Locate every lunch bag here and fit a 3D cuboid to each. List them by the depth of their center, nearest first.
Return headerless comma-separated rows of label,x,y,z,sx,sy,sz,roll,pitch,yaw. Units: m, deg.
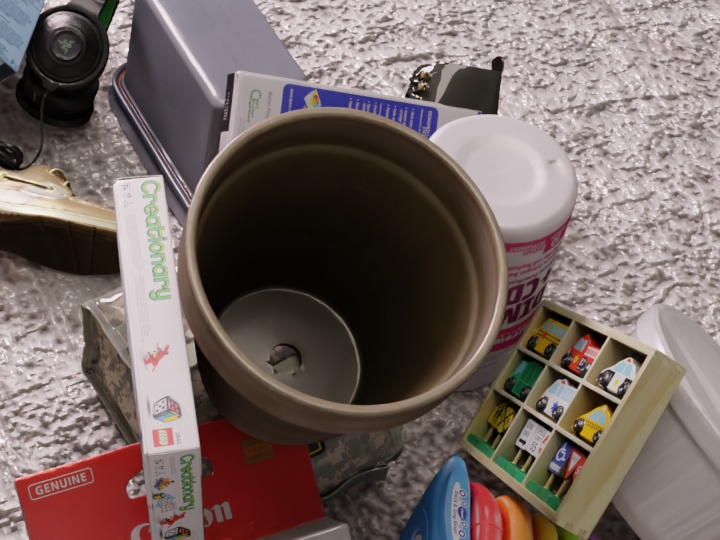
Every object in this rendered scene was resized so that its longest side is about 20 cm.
lunch bag,-0.082,0.087,1.152,0.164,0.118,0.200,-26,65,-24

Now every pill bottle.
pill bottle,0.084,-0.007,1.199,0.113,0.200,0.114,5,51,-6

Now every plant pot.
plant pot,-0.028,0.025,1.028,0.199,0.174,0.201,7,64,-15

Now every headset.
headset,-0.254,-0.167,1.323,0.094,0.124,0.201,24,61,-6

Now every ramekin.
ramekin,0.231,0.128,1.131,0.202,0.094,0.203,44,19,-19

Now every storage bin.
storage bin,-0.108,-0.150,1.327,0.145,0.135,0.200,-19,58,-23

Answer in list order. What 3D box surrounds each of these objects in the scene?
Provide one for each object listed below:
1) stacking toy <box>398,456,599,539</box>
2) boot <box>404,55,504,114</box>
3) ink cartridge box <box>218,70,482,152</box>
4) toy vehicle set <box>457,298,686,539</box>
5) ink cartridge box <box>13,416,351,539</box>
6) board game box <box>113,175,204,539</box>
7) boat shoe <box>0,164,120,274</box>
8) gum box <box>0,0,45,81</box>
stacking toy,0.129,0.212,1.108,0.199,0.110,0.116,15,47,-11
boot,0.021,-0.105,1.305,0.199,0.139,0.077,0,7,-22
ink cartridge box,-0.009,-0.089,1.240,0.199,0.037,0.095,7,90,-18
toy vehicle set,0.136,0.094,1.099,0.026,0.200,0.125,30,90,-16
ink cartridge box,-0.103,0.192,1.048,0.199,0.045,0.177,-15,93,-21
board game box,-0.126,0.058,1.019,0.034,0.126,0.201,-7,56,-9
boat shoe,-0.252,-0.049,1.259,0.199,0.074,0.067,11,56,0
gum box,-0.323,-0.209,1.329,0.045,0.169,0.201,44,40,-33
